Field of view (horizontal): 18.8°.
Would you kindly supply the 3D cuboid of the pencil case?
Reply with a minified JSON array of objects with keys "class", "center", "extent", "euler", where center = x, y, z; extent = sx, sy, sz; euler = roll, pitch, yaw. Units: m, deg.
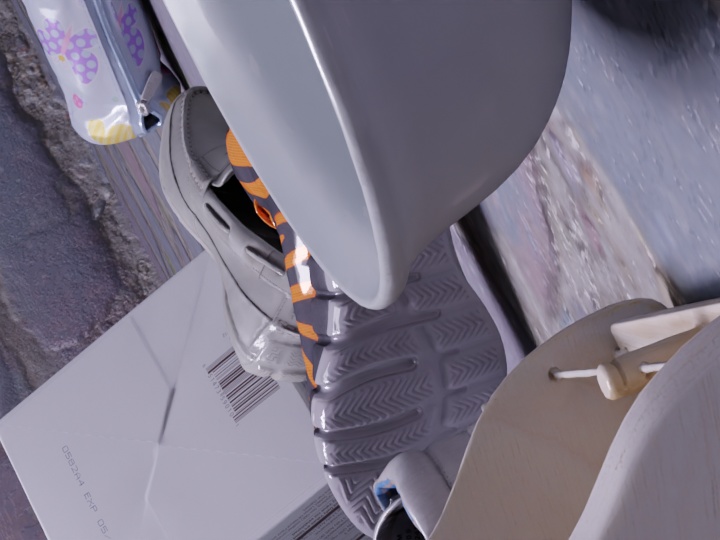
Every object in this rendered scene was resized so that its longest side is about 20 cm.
[{"class":"pencil case","center":[-0.194,-0.184,1.516],"extent":[0.091,0.083,0.200],"euler":[-117,5,-57]}]

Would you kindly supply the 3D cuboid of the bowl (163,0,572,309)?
[{"class":"bowl","center":[-0.004,-0.098,0.516],"extent":[0.201,0.090,0.201],"euler":[61,171,16]}]

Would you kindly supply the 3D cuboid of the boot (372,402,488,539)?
[{"class":"boot","center":[0.045,0.077,0.762],"extent":[0.074,0.096,0.200],"euler":[61,172,14]}]

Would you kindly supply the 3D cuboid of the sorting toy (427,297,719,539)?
[{"class":"sorting toy","center":[0.039,0.083,0.508],"extent":[0.107,0.180,0.200],"euler":[63,173,1]}]

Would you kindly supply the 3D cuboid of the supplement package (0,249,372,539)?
[{"class":"supplement package","center":[-0.050,0.118,1.116],"extent":[0.200,0.151,0.152],"euler":[38,-164,-54]}]

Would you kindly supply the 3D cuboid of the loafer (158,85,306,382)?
[{"class":"loafer","center":[-0.047,-0.031,1.043],"extent":[0.200,0.070,0.070],"euler":[62,139,44]}]

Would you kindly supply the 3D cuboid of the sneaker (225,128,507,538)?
[{"class":"sneaker","center":[0.000,0.000,0.854],"extent":[0.112,0.078,0.200],"euler":[-136,37,-65]}]
